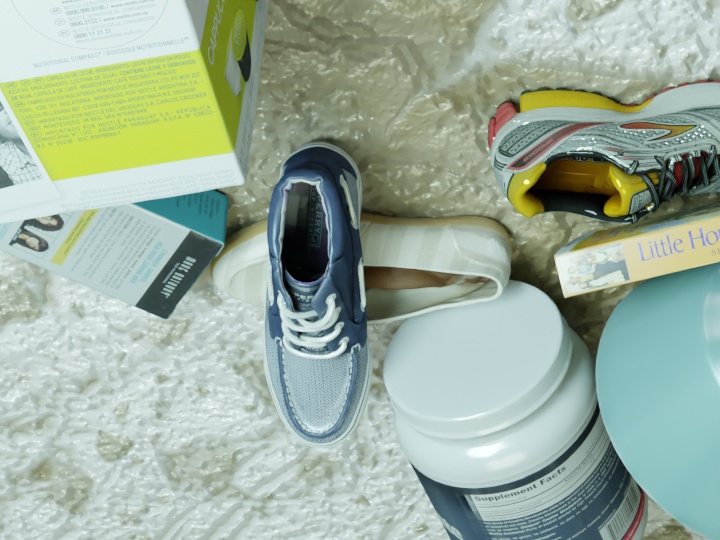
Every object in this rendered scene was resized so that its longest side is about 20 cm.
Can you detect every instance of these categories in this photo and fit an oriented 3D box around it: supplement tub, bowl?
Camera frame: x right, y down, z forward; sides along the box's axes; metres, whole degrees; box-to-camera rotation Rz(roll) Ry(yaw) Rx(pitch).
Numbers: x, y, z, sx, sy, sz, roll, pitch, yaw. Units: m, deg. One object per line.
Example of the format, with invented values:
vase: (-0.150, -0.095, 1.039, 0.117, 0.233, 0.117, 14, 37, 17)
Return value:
supplement tub: (0.105, 0.117, 1.394, 0.140, 0.140, 0.200, -14, 131, 14)
bowl: (0.258, 0.063, 1.285, 0.201, 0.201, 0.105, 16, 146, -13)

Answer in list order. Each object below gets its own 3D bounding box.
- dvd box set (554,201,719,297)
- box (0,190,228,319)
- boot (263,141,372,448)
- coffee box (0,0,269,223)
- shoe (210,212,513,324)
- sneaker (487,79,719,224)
dvd box set: (0.225, -0.026, 1.265, 0.200, 0.146, 0.029, -14, 92, 15)
box: (-0.190, -0.046, 1.309, 0.200, 0.049, 0.082, 24, 130, -20)
boot: (-0.033, 0.025, 1.287, 0.073, 0.090, 0.200, -1, 104, 8)
coffee box: (-0.170, -0.165, 1.091, 0.200, 0.200, 0.198, -8, 133, 9)
shoe: (0.000, 0.000, 1.345, 0.200, 0.053, 0.070, -4, 133, 5)
sneaker: (0.179, -0.061, 1.263, 0.200, 0.082, 0.078, -4, 133, 4)
